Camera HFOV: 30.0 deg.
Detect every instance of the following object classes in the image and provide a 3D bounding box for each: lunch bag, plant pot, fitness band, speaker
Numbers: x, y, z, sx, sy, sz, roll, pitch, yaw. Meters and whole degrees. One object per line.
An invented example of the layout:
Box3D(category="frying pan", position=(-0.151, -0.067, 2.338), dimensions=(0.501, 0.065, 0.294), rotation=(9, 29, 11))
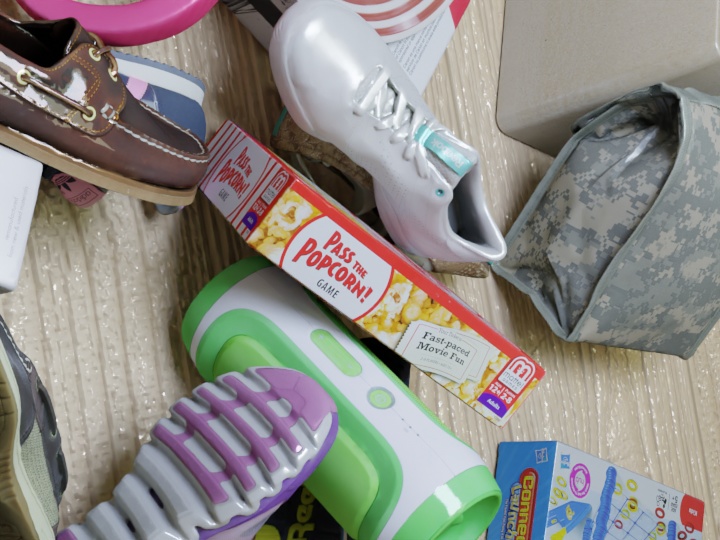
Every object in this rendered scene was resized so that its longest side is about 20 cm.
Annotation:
Box3D(category="lunch bag", position=(0.221, -0.046, 0.998), dimensions=(0.164, 0.118, 0.200), rotation=(9, 120, -42))
Box3D(category="plant pot", position=(0.244, -0.192, 1.057), dimensions=(0.200, 0.177, 0.200), rotation=(18, 71, -41))
Box3D(category="fitness band", position=(-0.134, -0.223, 0.739), dimensions=(0.143, 0.037, 0.200), rotation=(0, 81, -3))
Box3D(category="speaker", position=(-0.014, 0.082, 0.760), dimensions=(0.088, 0.089, 0.200), rotation=(-20, 54, -43))

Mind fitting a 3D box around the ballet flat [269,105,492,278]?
Box3D(category="ballet flat", position=(0.010, -0.045, 0.901), dimensions=(0.065, 0.070, 0.200), rotation=(-48, 117, -6))

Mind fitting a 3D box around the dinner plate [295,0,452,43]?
Box3D(category="dinner plate", position=(0.007, -0.237, 0.802), dimensions=(0.200, 0.024, 0.201), rotation=(-15, 112, -42))

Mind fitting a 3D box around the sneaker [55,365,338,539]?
Box3D(category="sneaker", position=(-0.087, 0.135, 0.716), dimensions=(0.200, 0.081, 0.088), rotation=(-43, 141, 1))

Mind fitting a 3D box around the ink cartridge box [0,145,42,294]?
Box3D(category="ink cartridge box", position=(-0.260, -0.045, 0.594), dimensions=(0.200, 0.117, 0.067), rotation=(24, 67, -39))

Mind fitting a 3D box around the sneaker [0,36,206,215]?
Box3D(category="sneaker", position=(-0.165, -0.078, 0.722), dimensions=(0.200, 0.070, 0.082), rotation=(6, 78, -41))

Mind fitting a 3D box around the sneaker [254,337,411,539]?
Box3D(category="sneaker", position=(-0.010, 0.133, 0.840), dimensions=(0.082, 0.074, 0.200), rotation=(57, 42, -43))

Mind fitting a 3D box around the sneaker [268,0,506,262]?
Box3D(category="sneaker", position=(0.027, -0.079, 0.789), dimensions=(0.075, 0.088, 0.200), rotation=(-49, 127, -14))

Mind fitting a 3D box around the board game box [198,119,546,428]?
Box3D(category="board game box", position=(0.000, 0.000, 0.799), dimensions=(0.200, 0.151, 0.046), rotation=(37, 93, -27))

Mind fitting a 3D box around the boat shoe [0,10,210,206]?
Box3D(category="boat shoe", position=(-0.153, -0.090, 0.650), dimensions=(0.200, 0.070, 0.070), rotation=(19, 105, -38))

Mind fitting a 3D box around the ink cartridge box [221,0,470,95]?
Box3D(category="ink cartridge box", position=(-0.023, -0.218, 0.869), dimensions=(0.200, 0.084, 0.144), rotation=(46, 56, -30))

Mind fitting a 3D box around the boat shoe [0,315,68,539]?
Box3D(category="boat shoe", position=(-0.183, 0.068, 0.640), dimensions=(0.066, 0.072, 0.201), rotation=(-82, 171, -49))

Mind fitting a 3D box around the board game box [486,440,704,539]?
Box3D(category="board game box", position=(0.174, 0.247, 1.007), dimensions=(0.200, 0.056, 0.196), rotation=(25, 67, -39))
